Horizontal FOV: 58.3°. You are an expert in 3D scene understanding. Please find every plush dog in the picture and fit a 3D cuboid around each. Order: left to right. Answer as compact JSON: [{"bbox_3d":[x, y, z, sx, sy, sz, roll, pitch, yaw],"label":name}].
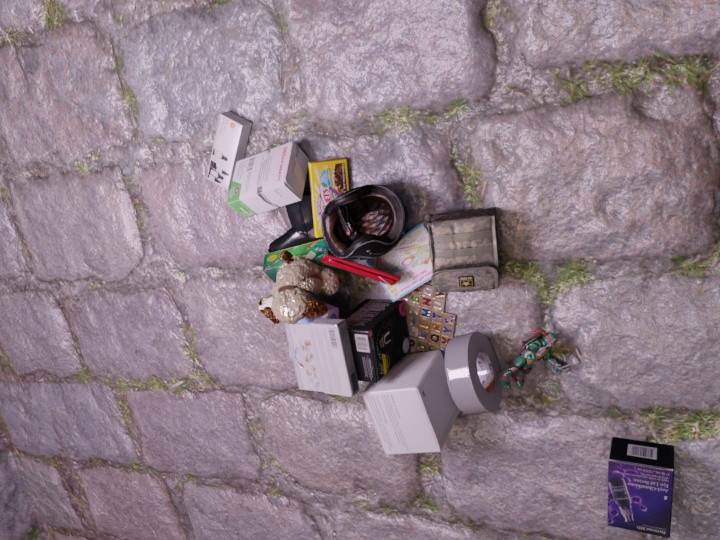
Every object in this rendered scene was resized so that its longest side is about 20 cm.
[{"bbox_3d":[-0.169,0.058,1.667,0.198,0.173,0.161,-11,143,19],"label":"plush dog"}]

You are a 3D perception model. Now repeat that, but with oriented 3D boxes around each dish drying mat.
[{"bbox_3d":[0.000,0.000,1.653,0.198,0.077,0.018,17,78,-13],"label":"dish drying mat"}]

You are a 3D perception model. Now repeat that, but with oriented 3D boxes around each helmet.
[{"bbox_3d":[0.019,-0.121,1.618,0.199,0.190,0.202,26,124,47],"label":"helmet"}]

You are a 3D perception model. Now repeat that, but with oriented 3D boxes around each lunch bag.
[{"bbox_3d":[0.249,-0.037,1.557,0.162,0.118,0.202,-5,108,11],"label":"lunch bag"}]

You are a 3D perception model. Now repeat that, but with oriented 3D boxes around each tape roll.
[{"bbox_3d":[0.286,0.259,1.625,0.066,0.200,0.202,-17,102,32],"label":"tape roll"}]

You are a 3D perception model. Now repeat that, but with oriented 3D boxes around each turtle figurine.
[{"bbox_3d":[0.435,0.217,1.598,0.149,0.101,0.200,19,129,-28],"label":"turtle figurine"}]

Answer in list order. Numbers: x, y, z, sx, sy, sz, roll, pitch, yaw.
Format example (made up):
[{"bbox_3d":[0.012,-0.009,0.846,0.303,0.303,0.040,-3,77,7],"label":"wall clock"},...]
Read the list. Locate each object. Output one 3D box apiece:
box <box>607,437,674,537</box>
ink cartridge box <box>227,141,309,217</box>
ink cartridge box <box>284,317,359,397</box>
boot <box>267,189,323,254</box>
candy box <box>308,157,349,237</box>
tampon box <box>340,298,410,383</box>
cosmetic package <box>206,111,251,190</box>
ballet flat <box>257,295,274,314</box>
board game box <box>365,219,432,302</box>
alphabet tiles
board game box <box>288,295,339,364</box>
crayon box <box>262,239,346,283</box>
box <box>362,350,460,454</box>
[{"bbox_3d":[0.688,0.530,1.586,0.147,0.104,0.202,1,110,26],"label":"box"},{"bbox_3d":[-0.244,-0.240,1.722,0.199,0.147,0.084,-12,145,30],"label":"ink cartridge box"},{"bbox_3d":[-0.100,0.221,1.668,0.172,0.043,0.202,1,110,35],"label":"ink cartridge box"},{"bbox_3d":[-0.184,-0.135,1.779,0.198,0.076,0.170,-9,109,22],"label":"boot"},{"bbox_3d":[-0.079,-0.190,1.703,0.101,0.026,0.202,-8,110,-10],"label":"candy box"},{"bbox_3d":[0.029,0.183,1.721,0.125,0.200,0.151,2,111,32],"label":"tampon box"},{"bbox_3d":[-0.371,-0.334,1.812,0.082,0.051,0.201,27,120,14],"label":"cosmetic package"},{"bbox_3d":[-0.258,0.102,1.860,0.071,0.070,0.200,61,160,-6],"label":"ballet flat"},{"bbox_3d":[0.127,-0.022,1.687,0.199,0.034,0.135,-33,91,31],"label":"board game box"},{"bbox_3d":[0.175,0.130,1.745,0.166,0.008,0.202,14,116,22],"label":"alphabet tiles"},{"bbox_3d":[-0.131,0.174,1.779,0.199,0.041,0.201,21,118,47],"label":"board game box"},{"bbox_3d":[-0.152,-0.013,1.772,0.198,0.059,0.119,-14,143,20],"label":"crayon box"},{"bbox_3d":[0.142,0.352,1.735,0.170,0.199,0.201,-13,107,30],"label":"box"}]
